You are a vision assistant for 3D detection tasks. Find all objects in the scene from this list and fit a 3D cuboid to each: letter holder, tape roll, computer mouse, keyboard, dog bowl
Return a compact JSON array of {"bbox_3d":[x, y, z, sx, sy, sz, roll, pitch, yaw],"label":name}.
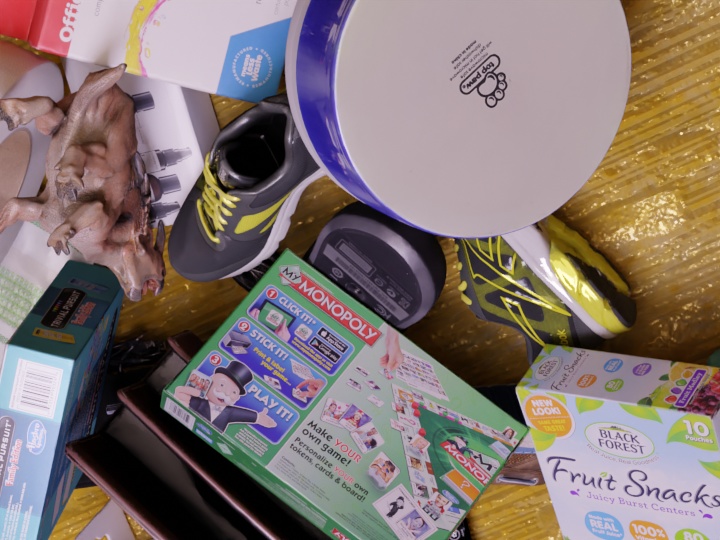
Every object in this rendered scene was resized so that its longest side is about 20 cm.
[{"bbox_3d":[-0.082,0.144,1.478,0.200,0.142,0.101,42,93,3],"label":"letter holder"},{"bbox_3d":[-0.258,-0.052,1.483,0.037,0.203,0.203,25,112,6],"label":"tape roll"},{"bbox_3d":[0.000,0.000,1.504,0.138,0.053,0.200,44,151,-5],"label":"computer mouse"},{"bbox_3d":[-0.157,0.095,1.613,0.199,0.040,0.105,-11,91,29],"label":"keyboard"},{"bbox_3d":[0.060,-0.122,1.359,0.199,0.079,0.201,-6,106,-21],"label":"dog bowl"}]

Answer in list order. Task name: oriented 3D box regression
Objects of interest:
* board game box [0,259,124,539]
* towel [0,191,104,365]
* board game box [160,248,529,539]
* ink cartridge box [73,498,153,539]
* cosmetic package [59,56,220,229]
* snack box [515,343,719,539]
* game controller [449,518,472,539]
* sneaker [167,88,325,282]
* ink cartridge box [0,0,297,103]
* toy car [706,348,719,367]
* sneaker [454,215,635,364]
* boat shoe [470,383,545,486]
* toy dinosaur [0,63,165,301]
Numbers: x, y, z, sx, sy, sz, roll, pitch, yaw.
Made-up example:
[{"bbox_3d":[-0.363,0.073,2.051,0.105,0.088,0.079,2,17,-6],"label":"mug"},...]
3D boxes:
[{"bbox_3d":[-0.208,0.094,1.503,0.047,0.200,0.152,14,106,0],"label":"board game box"},{"bbox_3d":[-0.280,0.023,1.623,0.149,0.031,0.200,33,106,6],"label":"towel"},{"bbox_3d":[-0.009,0.095,1.451,0.200,0.135,0.029,37,152,8],"label":"board game box"},{"bbox_3d":[-0.130,0.262,1.620,0.066,0.116,0.201,-19,102,20],"label":"ink cartridge box"},{"bbox_3d":[-0.153,-0.130,1.537,0.082,0.051,0.201,-13,103,18],"label":"cosmetic package"},{"bbox_3d":[0.194,0.146,1.473,0.142,0.053,0.201,6,131,33],"label":"snack box"},{"bbox_3d":[0.026,0.192,1.596,0.104,0.042,0.201,-11,105,18],"label":"game controller"},{"bbox_3d":[-0.076,-0.062,1.449,0.200,0.084,0.075,-46,69,35],"label":"sneaker"},{"bbox_3d":[-0.142,-0.185,1.455,0.199,0.067,0.117,12,96,-16],"label":"ink cartridge box"},{"bbox_3d":[0.322,0.096,1.399,0.184,0.200,0.177,-31,97,22],"label":"toy car"},{"bbox_3d":[0.087,-0.013,1.488,0.200,0.074,0.085,45,113,-2],"label":"sneaker"},{"bbox_3d":[0.047,0.118,1.523,0.199,0.072,0.073,6,120,-10],"label":"boat shoe"},{"bbox_3d":[-0.171,-0.070,1.457,0.086,0.135,0.201,31,127,23],"label":"toy dinosaur"}]
